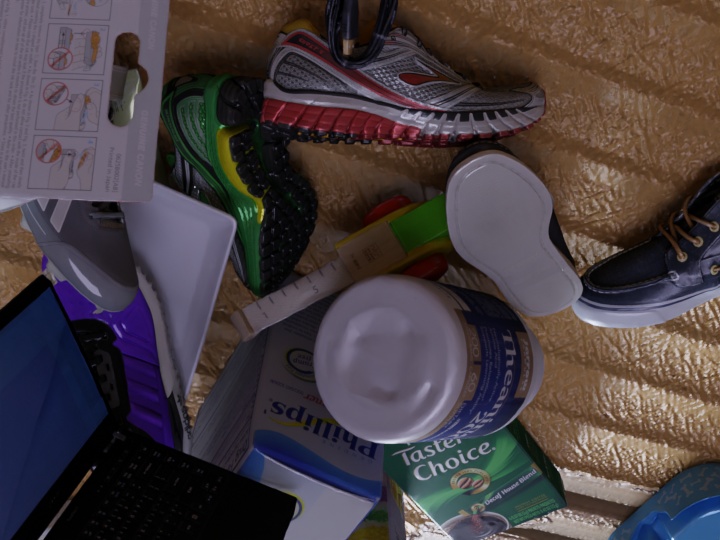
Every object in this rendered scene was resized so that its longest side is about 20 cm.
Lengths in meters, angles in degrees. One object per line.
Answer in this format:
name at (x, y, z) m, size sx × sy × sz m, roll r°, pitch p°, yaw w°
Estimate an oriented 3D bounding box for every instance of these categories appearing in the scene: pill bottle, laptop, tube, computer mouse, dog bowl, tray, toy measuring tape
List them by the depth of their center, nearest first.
laptop at (-0.137, 0.114, 0.585) m, size 0.199 × 0.177 × 0.104 m, roll 21°, pitch 118°, yaw 3°
computer mouse at (-0.006, -0.216, 0.592) m, size 0.058 × 0.034 × 0.201 m, roll -6°, pitch 109°, yaw -2°
pill bottle at (0.062, 0.066, 0.747) m, size 0.111 × 0.111 × 0.200 m, roll -33°, pitch 159°, yaw 23°
tray at (-0.156, 0.020, 0.751) m, size 0.107 × 0.022 × 0.201 m, roll 24°, pitch 121°, yaw 5°
tube at (-0.166, -0.050, 0.755) m, size 0.058 × 0.052 × 0.201 m, roll -28°, pitch 125°, yaw -21°
toy measuring tape at (0.000, 0.000, 0.768) m, size 0.199 × 0.074 × 0.074 m, roll -29°, pitch 126°, yaw -2°
dog bowl at (0.318, 0.263, 1.017) m, size 0.111 × 0.050 × 0.200 m, roll 22°, pitch 124°, yaw -19°

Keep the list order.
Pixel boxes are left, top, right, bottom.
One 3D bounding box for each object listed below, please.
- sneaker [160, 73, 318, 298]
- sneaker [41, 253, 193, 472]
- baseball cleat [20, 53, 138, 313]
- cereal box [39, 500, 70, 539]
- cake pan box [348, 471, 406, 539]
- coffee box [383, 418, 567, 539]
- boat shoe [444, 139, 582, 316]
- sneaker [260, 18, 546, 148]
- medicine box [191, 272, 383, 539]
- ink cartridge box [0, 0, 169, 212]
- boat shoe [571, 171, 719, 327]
sneaker at (-0.087, -0.062, 0.742) m, size 0.085 × 0.078 × 0.201 m, roll 18°, pitch 141°, yaw 26°
sneaker at (-0.177, 0.078, 0.714) m, size 0.069 × 0.100 × 0.201 m, roll -9°, pitch 111°, yaw 22°
baseball cleat at (-0.180, -0.076, 0.663) m, size 0.106 × 0.070 × 0.201 m, roll -33°, pitch 84°, yaw 18°
cereal box at (-0.243, 0.281, 1.021) m, size 0.199 × 0.040 × 0.144 m, roll -7°, pitch 128°, yaw 5°
cake pan box at (-0.053, 0.281, 0.935) m, size 0.199 × 0.185 × 0.052 m, roll -19°, pitch 123°, yaw 15°
coffee box at (0.090, 0.168, 0.937) m, size 0.122 × 0.044 × 0.200 m, roll -26°, pitch 125°, yaw 18°
boat shoe at (0.106, -0.037, 0.730) m, size 0.074 × 0.061 × 0.200 m, roll -27°, pitch 143°, yaw 16°
sneaker at (0.035, -0.124, 0.678) m, size 0.199 × 0.078 × 0.083 m, roll 1°, pitch 92°, yaw -23°
medicine box at (-0.065, 0.138, 0.807) m, size 0.102 × 0.201 × 0.183 m, roll 24°, pitch 125°, yaw -15°
ink cartridge box at (-0.220, -0.111, 0.633) m, size 0.199 × 0.164 × 0.057 m, roll 4°, pitch 163°, yaw -6°
boat shoe at (0.251, -0.026, 0.775) m, size 0.199 × 0.071 × 0.091 m, roll -16°, pitch 127°, yaw 2°
